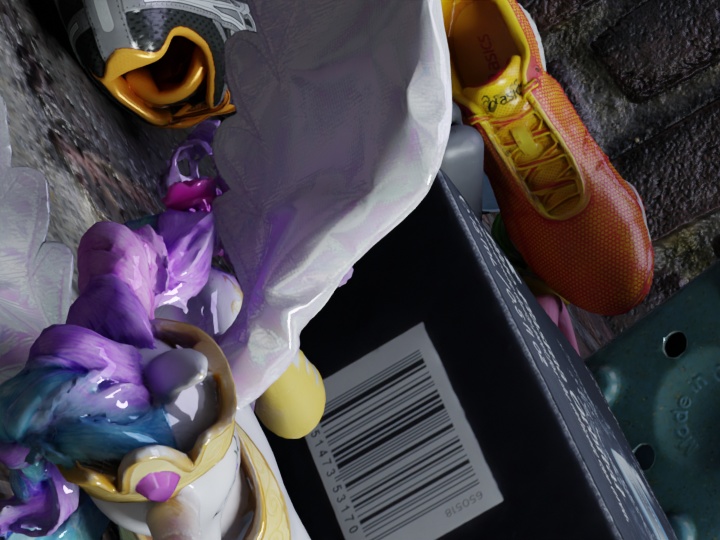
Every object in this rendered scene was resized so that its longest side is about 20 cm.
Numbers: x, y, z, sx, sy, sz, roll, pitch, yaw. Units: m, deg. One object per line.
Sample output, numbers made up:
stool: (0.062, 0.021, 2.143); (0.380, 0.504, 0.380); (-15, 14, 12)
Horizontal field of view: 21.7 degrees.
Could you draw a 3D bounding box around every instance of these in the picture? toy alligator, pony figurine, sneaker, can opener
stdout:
toy alligator: (0.097, -0.016, 1.078); (0.054, 0.060, 0.200); (28, -5, -6)
pony figurine: (-0.043, 0.017, 0.445); (0.200, 0.165, 0.194); (75, 0, -60)
sneaker: (0.085, -0.063, 0.970); (0.201, 0.073, 0.077); (61, 16, 17)
can opener: (0.059, -0.004, 1.008); (0.053, 0.066, 0.201); (-124, -156, -45)
sneaker: (-0.077, -0.093, 0.794); (0.200, 0.078, 0.078); (30, 44, -66)

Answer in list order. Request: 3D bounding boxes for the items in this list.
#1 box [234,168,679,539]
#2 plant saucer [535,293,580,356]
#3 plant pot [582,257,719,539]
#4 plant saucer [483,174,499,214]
box: (0.049, 0.102, 0.702); (0.200, 0.117, 0.198); (49, 14, -55)
plant saucer: (0.095, 0.115, 0.970); (0.200, 0.050, 0.202); (-10, 90, -79)
plant pot: (0.203, 0.089, 0.863); (0.199, 0.195, 0.197); (27, 32, -46)
plant saucer: (0.002, -0.086, 1.134); (0.200, 0.039, 0.201); (31, 21, -13)
